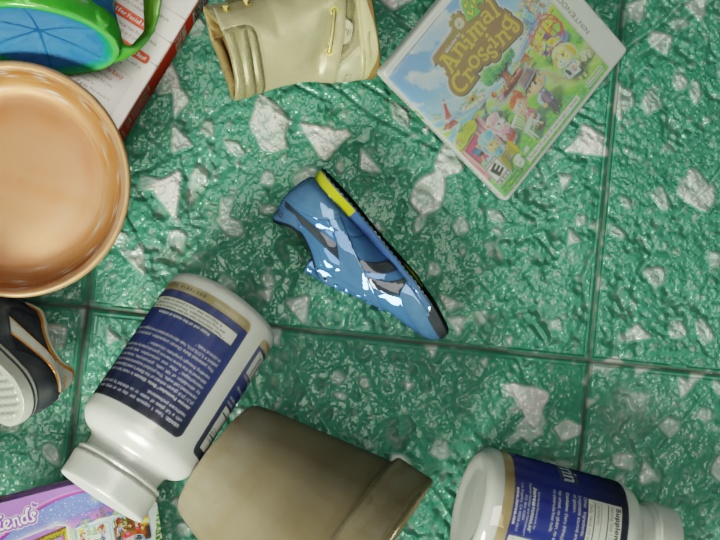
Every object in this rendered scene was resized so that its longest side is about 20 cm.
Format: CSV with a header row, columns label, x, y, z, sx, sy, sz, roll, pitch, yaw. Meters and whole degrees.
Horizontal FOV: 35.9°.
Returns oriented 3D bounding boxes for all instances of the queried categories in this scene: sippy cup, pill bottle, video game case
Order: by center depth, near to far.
label,x,y,z,sx,sy,sz,roll,pitch,yaw
sippy cup,-0.262,-0.250,0.925,0.138,0.178,0.132,-2,75,21
pill bottle,-0.170,0.112,0.973,0.111,0.111,0.201,34,69,-6
pill bottle,0.194,0.245,1.046,0.198,0.116,0.117,16,86,-9
video game case,0.141,-0.203,1.075,0.182,0.022,0.200,42,83,-20

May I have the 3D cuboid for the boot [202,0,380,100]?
label,x,y,z,sx,sy,sz,roll,pitch,yaw
boot,-0.073,-0.267,1.038,0.154,0.073,0.202,-13,97,-13

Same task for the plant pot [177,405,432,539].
label,x,y,z,sx,sy,sz,roll,pitch,yaw
plant pot,-0.059,0.216,0.985,0.173,0.200,0.201,36,83,11

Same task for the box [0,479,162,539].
label,x,y,z,sx,sy,sz,roll,pitch,yaw
box,-0.268,0.258,0.970,0.199,0.039,0.138,-8,90,-36

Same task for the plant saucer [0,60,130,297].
label,x,y,z,sx,sy,sz,roll,pitch,yaw
plant saucer,-0.297,-0.078,0.964,0.198,0.037,0.202,0,96,-4

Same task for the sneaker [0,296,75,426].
label,x,y,z,sx,sy,sz,roll,pitch,yaw
sneaker,-0.339,0.051,0.992,0.200,0.079,0.079,46,124,12

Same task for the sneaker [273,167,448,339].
label,x,y,z,sx,sy,sz,roll,pitch,yaw
sneaker,0.000,0.000,1.053,0.078,0.066,0.200,-42,94,4

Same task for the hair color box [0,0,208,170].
label,x,y,z,sx,sy,sz,roll,pitch,yaw
hair color box,-0.235,-0.201,1.018,0.110,0.064,0.201,31,86,-5
